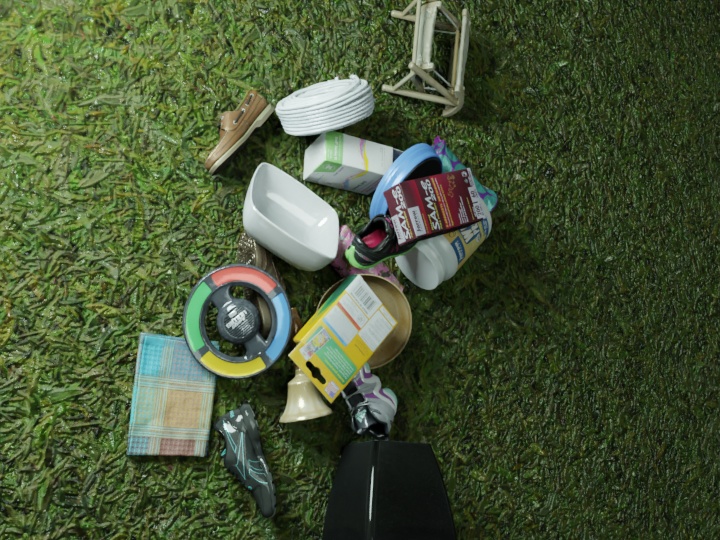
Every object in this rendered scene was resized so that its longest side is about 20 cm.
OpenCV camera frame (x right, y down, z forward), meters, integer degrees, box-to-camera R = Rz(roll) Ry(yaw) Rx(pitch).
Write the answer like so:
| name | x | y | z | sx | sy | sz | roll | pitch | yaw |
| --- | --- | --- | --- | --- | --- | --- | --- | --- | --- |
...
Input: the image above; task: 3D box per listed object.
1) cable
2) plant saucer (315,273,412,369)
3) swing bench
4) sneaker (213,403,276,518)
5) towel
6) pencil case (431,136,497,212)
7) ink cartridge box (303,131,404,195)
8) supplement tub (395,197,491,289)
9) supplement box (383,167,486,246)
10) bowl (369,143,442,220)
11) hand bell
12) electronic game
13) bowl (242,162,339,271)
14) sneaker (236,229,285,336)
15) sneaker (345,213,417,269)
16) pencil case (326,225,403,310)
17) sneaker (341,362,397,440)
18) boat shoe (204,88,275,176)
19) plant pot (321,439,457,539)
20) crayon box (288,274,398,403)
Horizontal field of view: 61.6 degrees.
| name | x | y | z | sx | sy | sz | roll | pitch | yaw |
| --- | --- | --- | --- | --- | --- | --- | --- | --- | --- |
| cable | -0.069 | -0.321 | 1.184 | 0.194 | 0.200 | 0.071 | -19 | 116 | -11 |
| plant saucer | 0.006 | 0.099 | 1.211 | 0.193 | 0.036 | 0.207 | -1 | 108 | -2 |
| swing bench | 0.169 | -0.493 | 1.376 | 0.195 | 0.129 | 0.206 | 13 | 76 | -27 |
| sneaker | -0.205 | 0.349 | 1.091 | 0.077 | 0.075 | 0.206 | -17 | 84 | -18 |
| towel | -0.326 | 0.219 | 1.061 | 0.143 | 0.022 | 0.207 | 9 | 79 | -27 |
| pencil case | 0.224 | -0.206 | 1.391 | 0.199 | 0.084 | 0.094 | 42 | 66 | -17 |
| ink cartridge box | -0.008 | -0.214 | 1.243 | 0.194 | 0.116 | 0.070 | 9 | 74 | -27 |
| supplement tub | 0.179 | -0.071 | 1.312 | 0.200 | 0.144 | 0.146 | -44 | 104 | -26 |
| supplement box | 0.147 | -0.126 | 1.180 | 0.196 | 0.060 | 0.112 | -17 | 87 | -35 |
| bowl | 0.100 | -0.165 | 1.260 | 0.039 | 0.203 | 0.199 | 39 | 59 | 23 |
| hand bell | -0.117 | 0.175 | 1.144 | 0.101 | 0.103 | 0.207 | -5 | 81 | -29 |
| electronic game | -0.217 | 0.091 | 1.077 | 0.193 | 0.042 | 0.208 | 0 | 91 | -13 |
| bowl | -0.138 | -0.092 | 1.141 | 0.198 | 0.075 | 0.202 | 34 | 28 | -21 |
| sneaker | -0.183 | 0.020 | 1.153 | 0.074 | 0.069 | 0.207 | -8 | 92 | -46 |
| sneaker | 0.058 | -0.071 | 1.181 | 0.198 | 0.085 | 0.077 | -33 | 66 | -32 |
| pencil case | 0.000 | 0.000 | 1.239 | 0.200 | 0.082 | 0.087 | 47 | 65 | -16 |
| sneaker | -0.003 | 0.254 | 1.170 | 0.199 | 0.077 | 0.141 | 41 | 30 | -17 |
| boat shoe | -0.244 | -0.265 | 1.153 | 0.068 | 0.072 | 0.202 | 41 | 56 | -13 |
| plant pot | 0.051 | 0.425 | 1.154 | 0.194 | 0.199 | 0.183 | 11 | 67 | -26 |
| crayon box | -0.037 | 0.124 | 1.125 | 0.201 | 0.051 | 0.126 | -47 | 108 | -20 |
